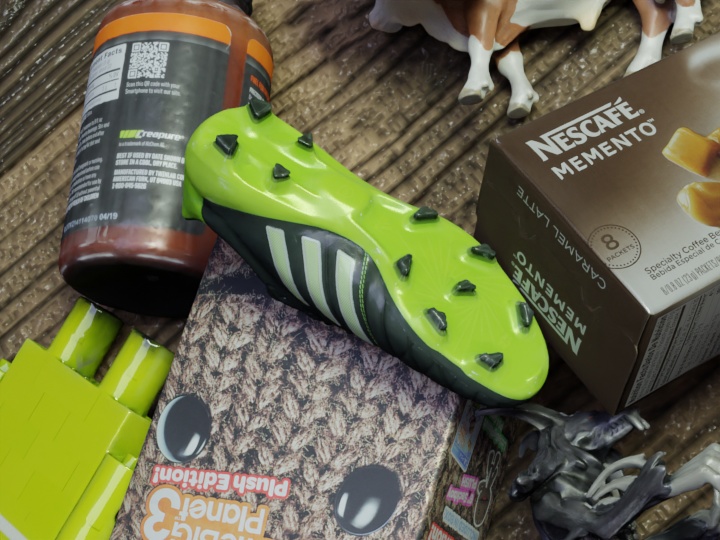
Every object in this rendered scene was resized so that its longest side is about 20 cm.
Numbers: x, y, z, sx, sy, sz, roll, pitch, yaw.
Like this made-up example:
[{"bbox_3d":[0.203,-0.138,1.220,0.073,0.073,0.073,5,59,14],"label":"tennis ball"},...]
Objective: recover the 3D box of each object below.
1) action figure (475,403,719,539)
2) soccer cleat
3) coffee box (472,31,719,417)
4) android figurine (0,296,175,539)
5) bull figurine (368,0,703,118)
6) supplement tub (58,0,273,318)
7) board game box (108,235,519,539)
[{"bbox_3d":[0.142,0.122,0.690,0.102,0.119,0.201,-40,71,14],"label":"action figure"},{"bbox_3d":[0.000,0.000,0.707,0.200,0.081,0.068,38,54,10],"label":"soccer cleat"},{"bbox_3d":[0.164,-0.036,0.707,0.199,0.080,0.115,-25,58,-23],"label":"coffee box"},{"bbox_3d":[-0.181,0.114,0.834,0.182,0.041,0.201,27,82,47],"label":"android figurine"},{"bbox_3d":[0.095,-0.152,0.834,0.199,0.065,0.122,-16,70,17],"label":"bull figurine"},{"bbox_3d":[-0.105,-0.082,0.861,0.106,0.107,0.201,-1,69,21],"label":"supplement tub"},{"bbox_3d":[-0.018,0.096,0.767,0.158,0.097,0.201,12,75,24],"label":"board game box"}]
